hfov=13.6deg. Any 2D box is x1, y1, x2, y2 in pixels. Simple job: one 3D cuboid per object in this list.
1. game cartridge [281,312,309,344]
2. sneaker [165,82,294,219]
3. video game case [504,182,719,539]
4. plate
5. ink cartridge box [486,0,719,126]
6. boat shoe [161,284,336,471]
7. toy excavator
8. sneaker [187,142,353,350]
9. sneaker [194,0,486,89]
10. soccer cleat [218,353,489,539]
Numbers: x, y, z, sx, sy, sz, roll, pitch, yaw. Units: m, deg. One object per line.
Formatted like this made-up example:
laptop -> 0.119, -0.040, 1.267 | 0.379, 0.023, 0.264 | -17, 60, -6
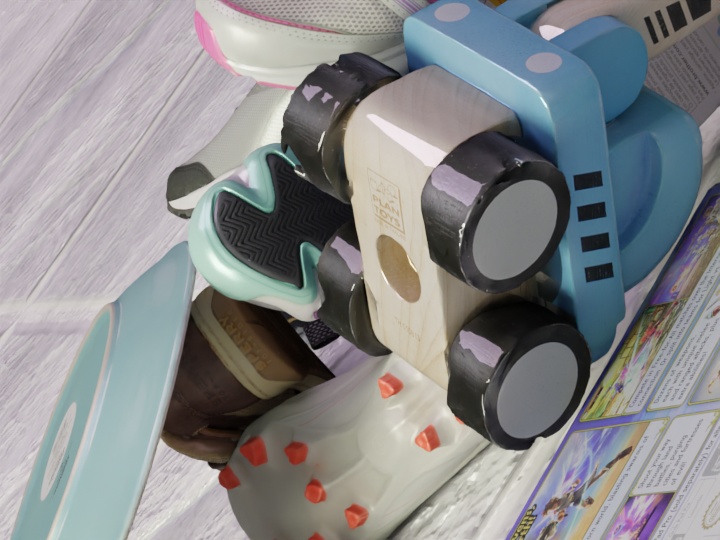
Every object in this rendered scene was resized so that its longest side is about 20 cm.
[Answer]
game cartridge -> 0.010, -0.034, 1.406 | 0.200, 0.041, 0.134 | -26, 34, 52
sneaker -> -0.005, -0.076, 1.227 | 0.200, 0.080, 0.074 | -31, -19, 36
video game case -> 0.127, 0.050, 0.939 | 0.200, 0.045, 0.181 | -58, 19, -20
plate -> -0.108, 0.080, 1.160 | 0.200, 0.025, 0.201 | -161, 90, -79
ink cartridge box -> 0.080, -0.091, 1.137 | 0.200, 0.120, 0.042 | -46, 18, -31
boat shoe -> -0.059, 0.046, 1.273 | 0.072, 0.072, 0.200 | -41, -2, 2
toy excavator -> 0.079, -0.068, 1.022 | 0.200, 0.195, 0.100 | -29, 40, -26
sneaker -> 0.000, 0.000, 1.202 | 0.140, 0.199, 0.078 | -40, 63, 52
sneaker -> 0.026, -0.137, 1.046 | 0.199, 0.088, 0.081 | -31, 43, -11
soccer cleat -> 0.016, 0.060, 1.177 | 0.077, 0.069, 0.200 | -29, -6, -40
